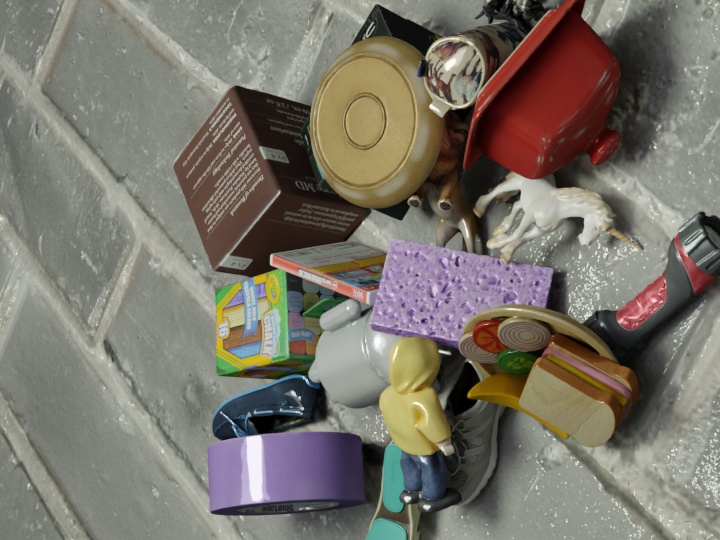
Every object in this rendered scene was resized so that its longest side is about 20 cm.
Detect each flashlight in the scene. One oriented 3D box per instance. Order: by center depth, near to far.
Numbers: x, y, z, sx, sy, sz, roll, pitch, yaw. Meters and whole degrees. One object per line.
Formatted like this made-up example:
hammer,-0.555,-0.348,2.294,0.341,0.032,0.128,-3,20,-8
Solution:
flashlight,0.308,0.023,1.423,0.200,0.068,0.068,-44,55,32

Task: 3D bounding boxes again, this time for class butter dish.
butter dish,0.220,-0.174,1.482,0.148,0.200,0.200,38,80,9

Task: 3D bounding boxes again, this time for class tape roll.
tape roll,-0.095,0.261,1.721,0.199,0.199,0.086,-19,70,44

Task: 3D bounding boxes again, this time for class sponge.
sponge,0.116,0.034,1.562,0.199,0.030,0.112,11,70,15

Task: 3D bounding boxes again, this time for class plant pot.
plant pot,0.011,-0.173,1.574,0.199,0.027,0.202,1,91,38

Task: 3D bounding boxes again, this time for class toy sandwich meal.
toy sandwich meal,0.196,0.117,1.454,0.204,0.205,0.071,-11,42,46

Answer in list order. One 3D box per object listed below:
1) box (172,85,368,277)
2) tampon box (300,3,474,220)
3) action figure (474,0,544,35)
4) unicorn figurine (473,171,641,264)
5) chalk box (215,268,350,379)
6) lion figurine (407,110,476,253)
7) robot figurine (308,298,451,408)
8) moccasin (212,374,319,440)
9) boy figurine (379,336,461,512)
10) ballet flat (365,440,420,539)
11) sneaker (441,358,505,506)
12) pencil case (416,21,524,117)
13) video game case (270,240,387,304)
box,-0.126,-0.114,1.844,0.164,0.165,0.201,-47,52,30
tampon box,0.035,-0.198,1.686,0.201,0.126,0.150,-57,27,24
action figure,0.192,-0.358,1.593,0.200,0.102,0.119,-46,64,30
unicorn figurine,0.206,-0.068,1.536,0.137,0.074,0.201,-38,48,16
chalk box,-0.088,0.071,1.802,0.199,0.124,0.125,-15,72,46
lion figurine,0.105,-0.088,1.623,0.072,0.201,0.123,1,45,15
robot figurine,0.023,0.102,1.665,0.199,0.170,0.113,-24,31,44
moccasin,-0.139,0.204,1.864,0.200,0.080,0.069,-32,49,41
boy figurine,0.064,0.171,1.549,0.124,0.064,0.202,7,107,57
ballet flat,0.053,0.300,1.657,0.069,0.069,0.201,25,107,46
sneaker,0.120,0.180,1.588,0.075,0.082,0.201,24,102,47
pencil case,0.133,-0.234,1.536,0.078,0.200,0.090,44,116,6
video game case,0.000,0.000,1.707,0.199,0.142,0.018,20,113,47
